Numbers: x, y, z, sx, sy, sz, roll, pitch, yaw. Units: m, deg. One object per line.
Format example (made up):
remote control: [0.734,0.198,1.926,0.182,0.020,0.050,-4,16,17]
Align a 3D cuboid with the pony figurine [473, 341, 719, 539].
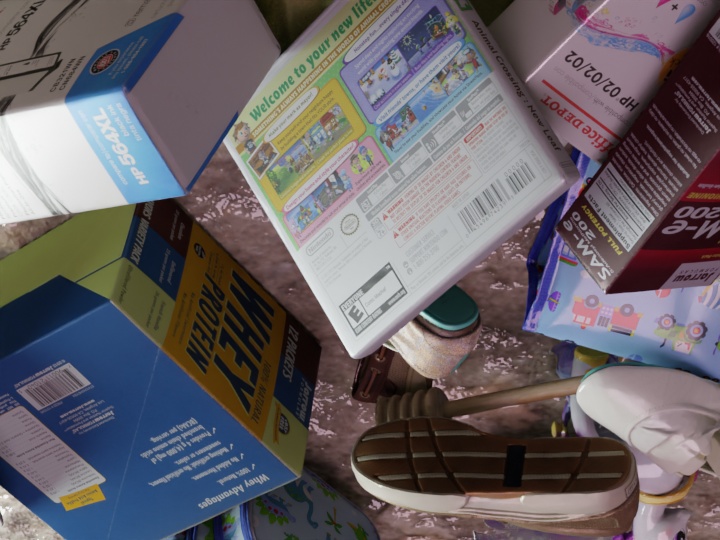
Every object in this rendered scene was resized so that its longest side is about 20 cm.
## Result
pony figurine: [0.179,0.141,1.424,0.193,0.167,0.200,6,115,-2]

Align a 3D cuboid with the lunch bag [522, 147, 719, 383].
lunch bag: [0.208,-0.042,1.294,0.151,0.094,0.200,15,122,-3]

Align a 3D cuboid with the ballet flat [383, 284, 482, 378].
ballet flat: [0.000,0.000,1.297,0.068,0.200,0.067,-23,145,-31]

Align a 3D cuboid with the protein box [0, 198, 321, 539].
protein box: [-0.171,0.078,1.403,0.199,0.135,0.200,-27,123,28]

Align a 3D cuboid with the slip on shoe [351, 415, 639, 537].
slip on shoe: [0.092,0.146,1.338,0.200,0.076,0.061,0,135,15]

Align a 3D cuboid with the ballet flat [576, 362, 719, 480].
ballet flat: [0.235,0.115,1.319,0.200,0.069,0.069,20,133,-31]

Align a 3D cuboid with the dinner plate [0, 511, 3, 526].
dinner plate: [-0.329,0.114,1.386,0.200,0.024,0.200,32,163,11]

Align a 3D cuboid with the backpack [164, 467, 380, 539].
backpack: [-0.082,0.244,1.498,0.183,0.200,0.147,39,125,-24]

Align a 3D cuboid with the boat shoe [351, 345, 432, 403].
boat shoe: [0.019,0.026,1.381,0.072,0.072,0.200,3,138,2]

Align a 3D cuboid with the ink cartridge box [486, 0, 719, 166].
ink cartridge box: [0.154,-0.135,1.173,0.115,0.068,0.200,31,113,-36]

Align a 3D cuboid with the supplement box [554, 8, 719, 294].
supplement box: [0.217,-0.076,1.162,0.109,0.061,0.200,-4,139,-43]

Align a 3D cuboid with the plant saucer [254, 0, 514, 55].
plant saucer: [0.022,-0.154,1.232,0.200,0.048,0.200,-1,131,7]

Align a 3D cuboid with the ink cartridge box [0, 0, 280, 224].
ink cartridge box: [-0.172,-0.109,1.197,0.200,0.146,0.084,-7,129,33]

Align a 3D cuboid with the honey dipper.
honey dipper: [0.106,0.088,1.363,0.200,0.038,0.038,-14,129,23]

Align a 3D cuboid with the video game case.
video game case: [0.016,-0.074,1.179,0.200,0.022,0.182,-42,73,36]
